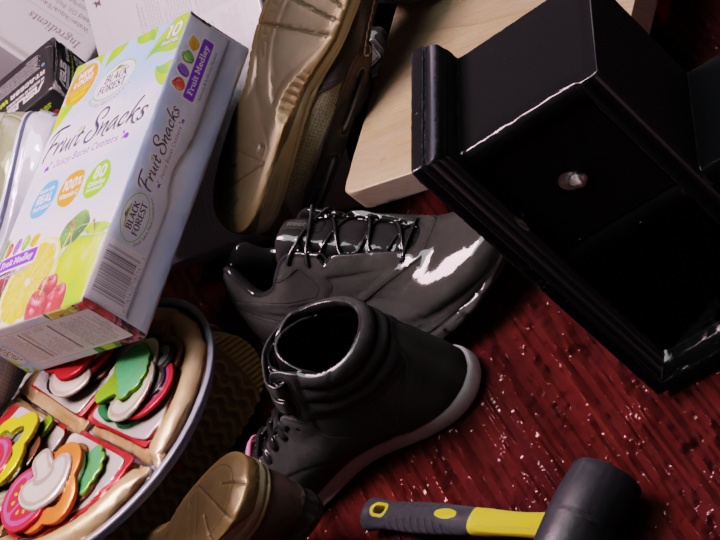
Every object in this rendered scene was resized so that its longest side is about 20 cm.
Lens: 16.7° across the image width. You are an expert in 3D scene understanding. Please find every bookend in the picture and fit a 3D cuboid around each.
[{"bbox_3d":[0.162,-0.067,1.178,0.200,0.199,0.092,-31,36,27],"label":"bookend"}]

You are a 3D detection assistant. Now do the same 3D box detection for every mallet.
[{"bbox_3d":[0.060,0.138,1.259,0.200,0.041,0.066,-13,45,49],"label":"mallet"}]

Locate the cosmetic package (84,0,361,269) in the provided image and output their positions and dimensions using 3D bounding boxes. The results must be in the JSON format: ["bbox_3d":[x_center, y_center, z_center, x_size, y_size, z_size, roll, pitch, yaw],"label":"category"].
[{"bbox_3d":[-0.092,-0.115,1.569,0.150,0.052,0.201,-18,85,38],"label":"cosmetic package"}]

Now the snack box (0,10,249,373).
[{"bbox_3d":[-0.152,-0.046,1.480,0.142,0.053,0.201,-15,49,52],"label":"snack box"}]

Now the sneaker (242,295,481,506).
[{"bbox_3d":[-0.038,0.078,1.373,0.200,0.099,0.071,-34,38,27],"label":"sneaker"}]

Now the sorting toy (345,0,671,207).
[{"bbox_3d":[0.105,-0.129,1.427,0.199,0.070,0.200,-16,47,41],"label":"sorting toy"}]

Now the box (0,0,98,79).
[{"bbox_3d":[-0.267,-0.222,1.795,0.131,0.200,0.199,-58,6,-10],"label":"box"}]

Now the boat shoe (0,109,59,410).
[{"bbox_3d":[-0.232,-0.007,1.557,0.062,0.072,0.201,6,71,18],"label":"boat shoe"}]

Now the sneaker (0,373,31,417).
[{"bbox_3d":[-0.200,0.071,1.622,0.199,0.081,0.084,-8,37,35],"label":"sneaker"}]

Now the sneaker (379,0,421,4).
[{"bbox_3d":[0.056,-0.222,1.436,0.200,0.082,0.073,-22,45,39],"label":"sneaker"}]

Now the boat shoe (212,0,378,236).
[{"bbox_3d":[-0.027,-0.113,1.464,0.072,0.066,0.202,31,104,46],"label":"boat shoe"}]

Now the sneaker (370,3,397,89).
[{"bbox_3d":[0.009,-0.194,1.606,0.098,0.071,0.201,-22,45,38],"label":"sneaker"}]

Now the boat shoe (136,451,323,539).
[{"bbox_3d":[-0.090,0.174,1.377,0.200,0.065,0.073,-44,30,46],"label":"boat shoe"}]

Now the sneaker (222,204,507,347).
[{"bbox_3d":[0.000,0.000,1.406,0.199,0.091,0.076,-22,30,35],"label":"sneaker"}]

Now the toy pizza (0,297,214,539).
[{"bbox_3d":[-0.169,0.092,1.456,0.200,0.032,0.201,-31,33,23],"label":"toy pizza"}]

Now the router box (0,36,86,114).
[{"bbox_3d":[-0.224,-0.044,1.671,0.200,0.150,0.062,-36,35,21],"label":"router box"}]

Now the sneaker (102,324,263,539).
[{"bbox_3d":[-0.139,0.120,1.491,0.200,0.075,0.090,-51,26,-12],"label":"sneaker"}]
